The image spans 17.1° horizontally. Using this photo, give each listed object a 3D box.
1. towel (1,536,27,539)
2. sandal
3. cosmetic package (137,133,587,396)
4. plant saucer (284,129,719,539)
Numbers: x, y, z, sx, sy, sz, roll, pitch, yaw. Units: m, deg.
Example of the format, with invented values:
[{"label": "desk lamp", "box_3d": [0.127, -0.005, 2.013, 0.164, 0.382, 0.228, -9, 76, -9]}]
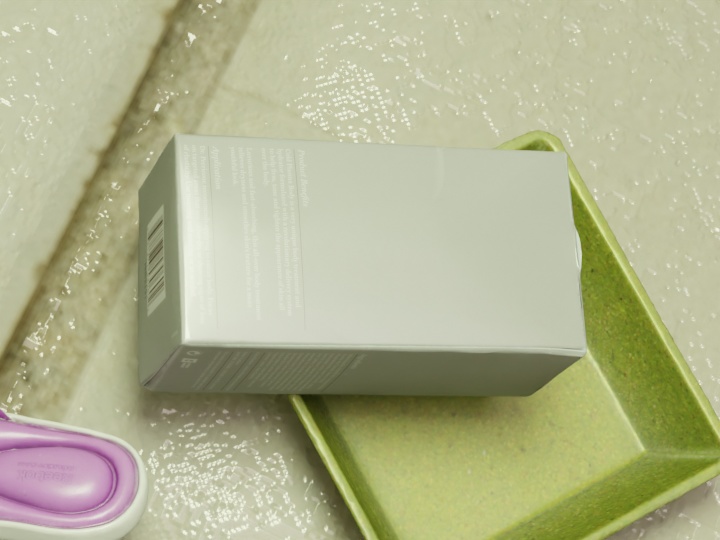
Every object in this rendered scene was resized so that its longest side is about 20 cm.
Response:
[{"label": "towel", "box_3d": [-0.172, 0.230, 1.086, 0.192, 0.035, 0.201, -23, 82, -20]}, {"label": "sandal", "box_3d": [-0.198, 0.084, 1.096, 0.202, 0.050, 0.083, 2, 53, -6]}, {"label": "cosmetic package", "box_3d": [0.000, 0.000, 1.132, 0.199, 0.090, 0.107, 5, 70, -19]}, {"label": "plant saucer", "box_3d": [0.057, 0.056, 1.202, 0.199, 0.048, 0.201, -26, 81, -23]}]
